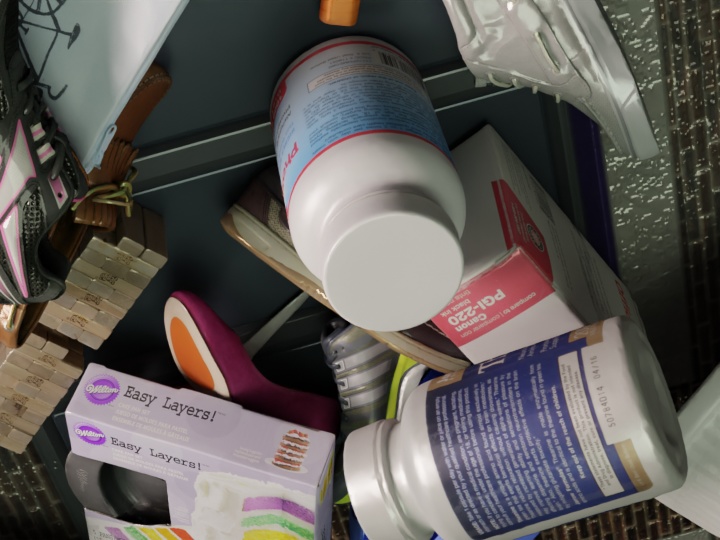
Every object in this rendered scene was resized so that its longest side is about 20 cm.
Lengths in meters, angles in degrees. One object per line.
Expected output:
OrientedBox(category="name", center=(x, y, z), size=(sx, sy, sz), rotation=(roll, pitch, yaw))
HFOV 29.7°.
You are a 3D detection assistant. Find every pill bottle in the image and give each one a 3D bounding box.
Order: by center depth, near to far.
OrientedBox(category="pill bottle", center=(0.005, -0.055, 0.842), size=(0.108, 0.201, 0.110), rotation=(-5, 125, -6))
OrientedBox(category="pill bottle", center=(0.094, 0.110, 0.855), size=(0.198, 0.112, 0.111), rotation=(-21, 127, 19))

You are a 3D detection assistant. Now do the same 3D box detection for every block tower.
OrientedBox(category="block tower", center=(-0.212, 0.037, 0.959), size=(0.054, 0.058, 0.200), rotation=(28, 114, -26))

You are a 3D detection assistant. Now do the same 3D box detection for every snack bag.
OrientedBox(category="snack bag", center=(-0.190, -0.183, 0.784), size=(0.199, 0.021, 0.189), rotation=(36, 113, -2))

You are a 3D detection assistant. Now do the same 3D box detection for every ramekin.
OrientedBox(category="ramekin", center=(0.295, 0.108, 1.003), size=(0.094, 0.202, 0.203), rotation=(40, 118, 14))

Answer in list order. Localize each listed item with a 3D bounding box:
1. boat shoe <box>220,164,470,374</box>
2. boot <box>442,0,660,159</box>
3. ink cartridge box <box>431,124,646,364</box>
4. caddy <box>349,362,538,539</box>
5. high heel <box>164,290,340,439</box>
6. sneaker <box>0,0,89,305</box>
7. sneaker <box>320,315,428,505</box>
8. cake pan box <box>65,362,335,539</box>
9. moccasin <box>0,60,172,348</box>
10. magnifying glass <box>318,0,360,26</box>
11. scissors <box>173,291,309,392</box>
OrientedBox(category="boat shoe", center=(0.000, 0.000, 0.929), size=(0.199, 0.072, 0.065), rotation=(33, 92, 3))
OrientedBox(category="boot", center=(0.119, -0.142, 0.890), size=(0.095, 0.074, 0.201), rotation=(-25, 117, 16))
OrientedBox(category="ink cartridge box", center=(0.123, 0.021, 0.949), size=(0.084, 0.146, 0.200), rotation=(-34, 123, 21))
OrientedBox(category="caddy", center=(0.068, 0.152, 1.037), size=(0.104, 0.142, 0.200), rotation=(25, 117, -28))
OrientedBox(category="high heel", center=(-0.074, 0.070, 1.004), size=(0.096, 0.067, 0.201), rotation=(-43, 135, -24))
OrientedBox(category="sneaker", center=(-0.198, -0.070, 0.787), size=(0.085, 0.081, 0.202), rotation=(6, 119, -4))
OrientedBox(category="sneaker", center=(0.003, 0.077, 1.007), size=(0.080, 0.074, 0.202), rotation=(19, 99, -7))
OrientedBox(category="cake pan box", center=(-0.118, 0.161, 1.003), size=(0.198, 0.053, 0.185), rotation=(16, 139, 8))
OrientedBox(category="moccasin", center=(-0.180, -0.044, 0.862), size=(0.077, 0.074, 0.202), rotation=(34, 82, 10))
OrientedBox(category="magnifying glass", center=(0.001, -0.244, 0.819), size=(0.079, 0.022, 0.201), rotation=(3, 125, -12))
OrientedBox(category="scissors", center=(-0.105, 0.074, 1.029), size=(0.073, 0.014, 0.201), rotation=(20, 119, -23))
